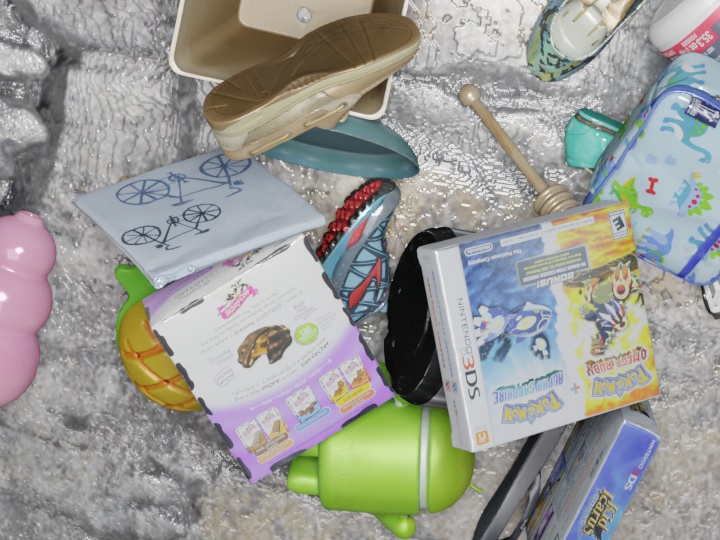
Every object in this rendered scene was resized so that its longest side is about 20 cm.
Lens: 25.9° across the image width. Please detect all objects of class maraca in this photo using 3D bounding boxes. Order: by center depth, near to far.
[{"bbox_3d":[-0.182,0.060,1.561,0.136,0.107,0.201,4,130,8],"label":"maraca"}]

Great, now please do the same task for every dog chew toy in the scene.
[{"bbox_3d":[-0.368,0.037,1.583,0.124,0.125,0.202,23,96,-1],"label":"dog chew toy"}]

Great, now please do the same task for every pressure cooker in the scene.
[{"bbox_3d":[0.139,0.052,1.506,0.198,0.176,0.180,10,68,-19],"label":"pressure cooker"}]

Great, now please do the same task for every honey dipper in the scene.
[{"bbox_3d":[0.152,-0.108,1.497,0.038,0.038,0.201,-40,58,12],"label":"honey dipper"}]

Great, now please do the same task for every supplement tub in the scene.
[{"bbox_3d":[0.380,-0.202,1.453,0.200,0.140,0.140,43,103,-6],"label":"supplement tub"}]

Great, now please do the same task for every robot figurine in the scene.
[{"bbox_3d":[0.025,0.187,1.585,0.198,0.116,0.177,1,108,4],"label":"robot figurine"}]

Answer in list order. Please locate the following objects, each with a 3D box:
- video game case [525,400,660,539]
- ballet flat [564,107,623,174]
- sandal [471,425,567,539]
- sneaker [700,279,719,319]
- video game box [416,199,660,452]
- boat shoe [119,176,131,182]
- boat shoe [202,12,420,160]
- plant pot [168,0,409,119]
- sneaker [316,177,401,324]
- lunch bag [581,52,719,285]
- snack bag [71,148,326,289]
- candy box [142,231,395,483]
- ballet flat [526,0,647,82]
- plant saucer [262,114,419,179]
[{"bbox_3d":[0.226,0.211,1.542,0.045,0.181,0.201,24,104,-3],"label":"video game case"},{"bbox_3d":[0.291,-0.096,1.526,0.198,0.067,0.071,19,111,5],"label":"ballet flat"},{"bbox_3d":[0.169,0.227,1.604,0.043,0.076,0.201,29,104,-1],"label":"sandal"},{"bbox_3d":[0.410,0.023,1.549,0.200,0.076,0.115,44,112,2],"label":"sneaker"},{"bbox_3d":[0.161,0.048,1.393,0.198,0.047,0.184,-15,100,-20],"label":"video game box"},{"bbox_3d":[-0.152,-0.043,1.561,0.198,0.071,0.065,15,97,-1],"label":"boat shoe"},{"bbox_3d":[-0.037,-0.160,1.358,0.198,0.072,0.065,-23,137,0],"label":"boat shoe"},{"bbox_3d":[-0.051,-0.272,1.449,0.198,0.177,0.202,13,105,-1],"label":"plant pot"},{"bbox_3d":[0.000,0.000,1.574,0.095,0.079,0.201,25,112,-13],"label":"sneaker"},{"bbox_3d":[0.308,-0.088,1.427,0.160,0.083,0.200,29,135,-4],"label":"lunch bag"},{"bbox_3d":[-0.149,-0.054,1.470,0.187,0.200,0.022,-21,125,-25],"label":"snack bag"},{"bbox_3d":[-0.087,0.074,1.498,0.167,0.072,0.201,-30,116,-2],"label":"candy box"},{"bbox_3d":[0.233,-0.259,1.488,0.074,0.074,0.200,40,103,-6],"label":"ballet flat"},{"bbox_3d":[-0.038,-0.126,1.483,0.198,0.200,0.028,12,82,1],"label":"plant saucer"}]
